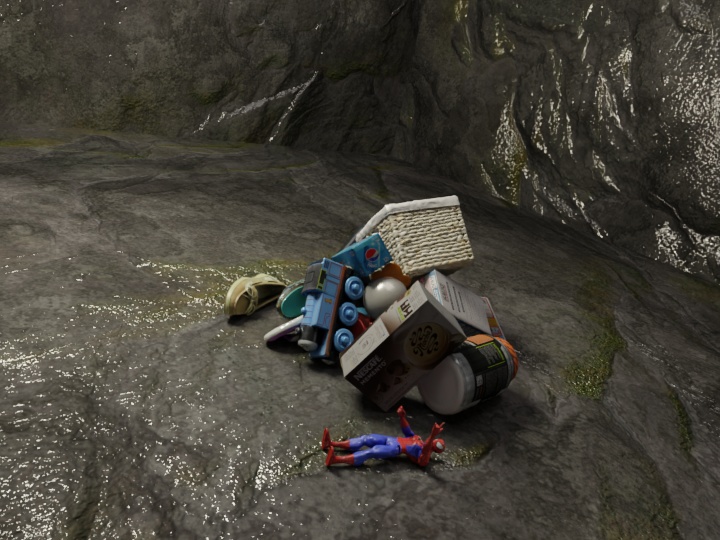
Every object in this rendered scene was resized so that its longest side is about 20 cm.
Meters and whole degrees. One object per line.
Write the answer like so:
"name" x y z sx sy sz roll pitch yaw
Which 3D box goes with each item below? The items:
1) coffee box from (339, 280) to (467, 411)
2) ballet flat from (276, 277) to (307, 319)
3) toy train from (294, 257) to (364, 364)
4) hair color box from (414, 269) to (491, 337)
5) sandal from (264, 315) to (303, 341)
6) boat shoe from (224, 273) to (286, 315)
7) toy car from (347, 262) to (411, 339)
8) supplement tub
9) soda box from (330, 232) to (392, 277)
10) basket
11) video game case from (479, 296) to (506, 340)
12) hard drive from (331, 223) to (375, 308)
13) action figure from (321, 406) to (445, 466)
"coffee box" 0.071 0.134 0.960 0.113 0.200 0.080 42 12 -22
"ballet flat" -0.117 0.046 1.161 0.074 0.075 0.199 26 34 32
"toy train" -0.066 0.079 1.080 0.113 0.204 0.086 21 -19 -26
"hair color box" 0.204 0.085 1.193 0.199 0.060 0.102 27 43 -43
"sandal" -0.108 0.118 1.137 0.201 0.082 0.050 -19 79 -43
"boat shoe" -0.231 0.055 1.208 0.062 0.075 0.200 13 12 15
"toy car" 0.065 0.085 1.121 0.173 0.204 0.185 9 21 -10
"supplement tub" 0.209 0.192 1.044 0.198 0.125 0.122 -6 27 -42
"soda box" -0.002 -0.025 1.166 0.067 0.065 0.200 -31 5 -15
"basket" 0.123 -0.053 1.249 0.197 0.164 0.198 -12 -12 -25
"video game case" 0.272 0.129 1.328 0.140 0.018 0.202 8 36 -14
"hard drive" 0.000 0.000 1.304 0.139 0.033 0.201 42 56 -5
"action figure" 0.048 0.250 0.837 0.196 0.101 0.065 9 21 -19
